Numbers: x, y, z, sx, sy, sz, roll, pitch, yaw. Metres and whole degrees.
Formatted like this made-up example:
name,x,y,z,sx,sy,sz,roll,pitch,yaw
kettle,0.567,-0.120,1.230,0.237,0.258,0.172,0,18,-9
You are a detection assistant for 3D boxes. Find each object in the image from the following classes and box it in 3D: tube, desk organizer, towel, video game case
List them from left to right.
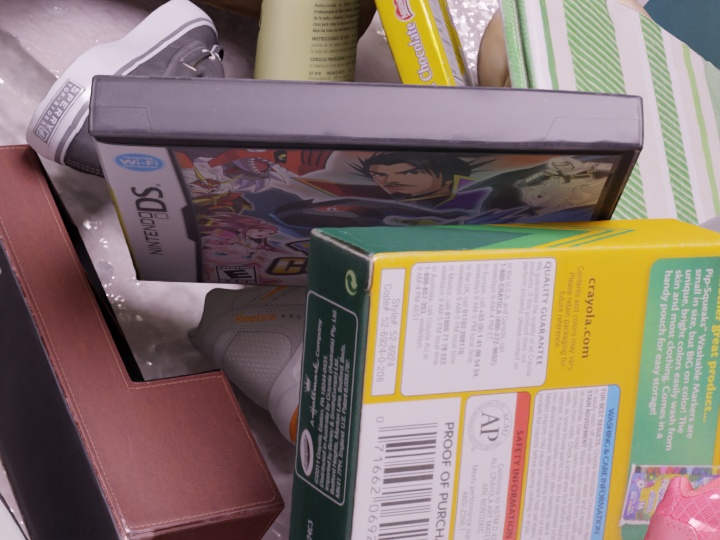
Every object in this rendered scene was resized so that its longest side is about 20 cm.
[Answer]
name,x,y,z,sx,sy,sz,roll,pitch,yaw
desk organizer,-0.113,0.040,0.797,0.077,0.072,0.200,-7,57,-35
tube,-0.023,-0.129,0.904,0.052,0.201,0.058,2,18,-14
video game case,0.000,-0.029,0.755,0.199,0.181,0.026,2,72,0
towel,0.133,-0.064,0.910,0.200,0.023,0.153,22,53,-47

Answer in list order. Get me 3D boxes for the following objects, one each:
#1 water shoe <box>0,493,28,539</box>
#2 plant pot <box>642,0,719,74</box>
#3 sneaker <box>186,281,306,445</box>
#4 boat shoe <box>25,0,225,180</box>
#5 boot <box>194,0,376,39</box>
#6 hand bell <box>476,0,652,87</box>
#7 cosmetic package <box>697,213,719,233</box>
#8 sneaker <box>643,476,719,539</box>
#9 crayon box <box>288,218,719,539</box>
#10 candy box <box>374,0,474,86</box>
name,x,y,z,sx,sy,sz,roll,pitch,yaw
water shoe,-0.159,0.126,0.717,0.079,0.072,0.200,-30,70,-12
plant pot,0.259,-0.139,1.053,0.141,0.200,0.142,19,47,-13
sneaker,0.000,0.000,0.892,0.092,0.076,0.200,35,40,18
boat shoe,-0.090,-0.077,0.873,0.066,0.070,0.200,35,14,0
boot,-0.083,-0.166,0.940,0.199,0.066,0.175,16,7,-14
hand bell,0.093,-0.073,0.933,0.104,0.104,0.200,31,25,0
cosmetic package,0.244,0.054,0.878,0.107,0.090,0.201,-3,72,-45
sneaker,0.179,0.109,0.717,0.200,0.087,0.074,-1,12,-41
crayon box,0.074,0.047,0.716,0.199,0.126,0.052,-2,14,-29
candy box,0.030,-0.119,0.916,0.200,0.026,0.103,-21,90,-83
